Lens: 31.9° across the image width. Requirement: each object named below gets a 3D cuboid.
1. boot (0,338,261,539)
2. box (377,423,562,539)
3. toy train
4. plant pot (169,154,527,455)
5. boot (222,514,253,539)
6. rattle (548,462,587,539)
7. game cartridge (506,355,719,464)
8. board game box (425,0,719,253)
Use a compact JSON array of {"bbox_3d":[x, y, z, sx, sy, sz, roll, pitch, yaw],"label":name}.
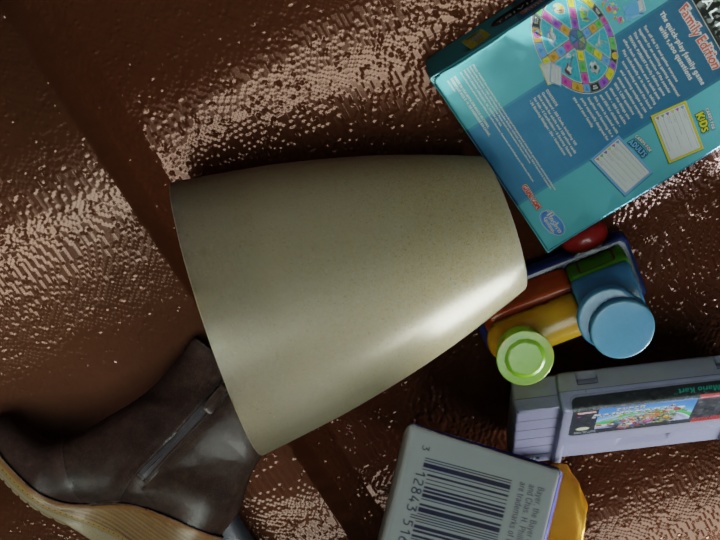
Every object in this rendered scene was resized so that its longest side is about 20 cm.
[{"bbox_3d":[-0.166,0.120,0.935,0.200,0.072,0.167,33,87,13],"label":"boot"},{"bbox_3d":[0.058,0.210,0.864,0.105,0.200,0.184,15,82,3],"label":"box"},{"bbox_3d":[0.103,0.044,0.870,0.200,0.116,0.085,-22,108,9],"label":"toy train"},{"bbox_3d":[0.000,0.000,0.825,0.200,0.187,0.188,-19,115,-1],"label":"plant pot"},{"bbox_3d":[-0.076,0.244,0.986,0.200,0.076,0.168,-18,119,14],"label":"boot"},{"bbox_3d":[0.199,0.246,1.006,0.200,0.130,0.143,16,71,-23],"label":"rattle"},{"bbox_3d":[0.207,0.102,0.912,0.200,0.038,0.130,-7,159,2],"label":"game cartridge"},{"bbox_3d":[0.167,-0.128,0.832,0.200,0.047,0.151,-32,112,13],"label":"board game box"}]
